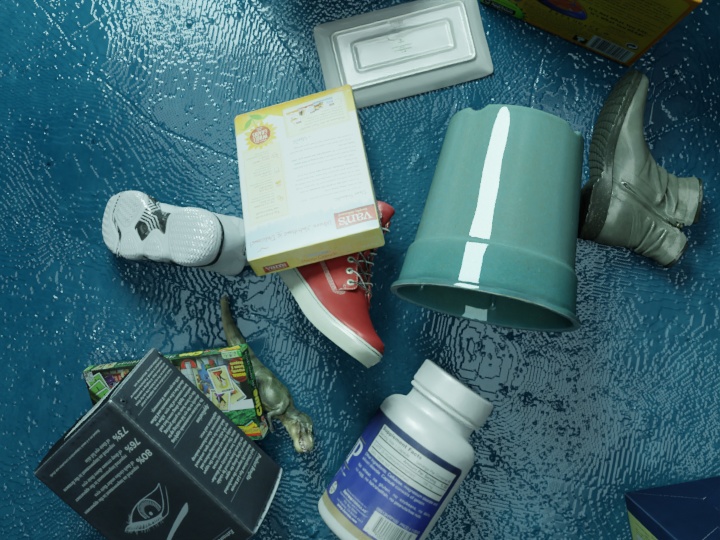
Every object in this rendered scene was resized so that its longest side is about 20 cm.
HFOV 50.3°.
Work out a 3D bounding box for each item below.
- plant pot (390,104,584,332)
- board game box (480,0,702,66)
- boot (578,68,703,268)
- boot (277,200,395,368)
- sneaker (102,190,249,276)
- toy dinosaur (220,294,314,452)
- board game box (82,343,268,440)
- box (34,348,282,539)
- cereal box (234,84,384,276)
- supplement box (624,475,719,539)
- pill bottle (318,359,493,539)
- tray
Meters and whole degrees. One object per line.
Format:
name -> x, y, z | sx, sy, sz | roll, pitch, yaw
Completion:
plant pot -> 0.148, -0.054, 0.809 | 0.197, 0.200, 0.199 | 13, 81, 2
board game box -> 0.263, -0.372, 0.802 | 0.198, 0.200, 0.202 | 24, 89, 1
boot -> 0.326, -0.113, 0.868 | 0.129, 0.068, 0.203 | 13, 96, -3
boot -> 0.000, 0.000, 0.814 | 0.144, 0.200, 0.072 | -43, 132, 2
sneaker -> -0.200, -0.037, 0.871 | 0.198, 0.114, 0.076 | 12, 88, 36
toy dinosaur -> -0.132, 0.136, 0.879 | 0.088, 0.047, 0.201 | -35, 83, -3
board game box -> -0.206, 0.145, 0.853 | 0.197, 0.023, 0.106 | -10, 105, 16
box -> -0.207, 0.212, 0.805 | 0.148, 0.105, 0.200 | -39, 101, 24
cereal box -> -0.060, -0.101, 0.835 | 0.142, 0.040, 0.202 | -13, 60, 6
supplement box -> 0.378, 0.340, 0.778 | 0.132, 0.200, 0.203 | -11, 89, 2
pill bottle -> 0.054, 0.205, 0.831 | 0.119, 0.120, 0.201 | 34, 89, 2
tray -> 0.050, -0.259, 0.895 | 0.197, 0.022, 0.109 | -14, 87, 1
